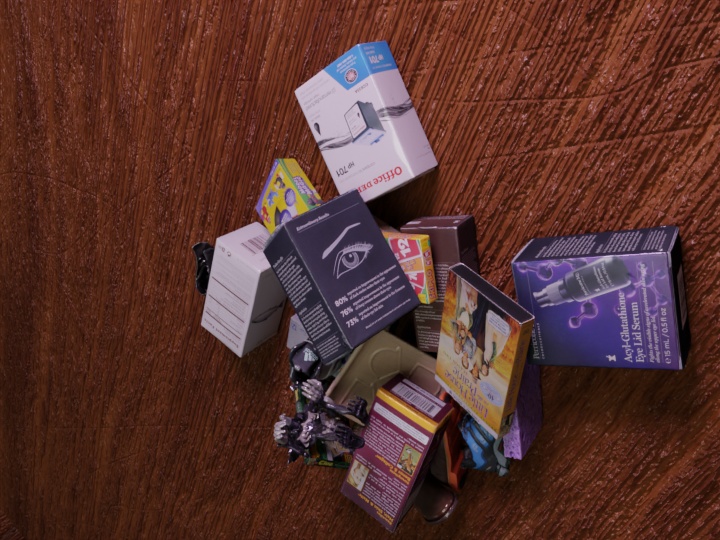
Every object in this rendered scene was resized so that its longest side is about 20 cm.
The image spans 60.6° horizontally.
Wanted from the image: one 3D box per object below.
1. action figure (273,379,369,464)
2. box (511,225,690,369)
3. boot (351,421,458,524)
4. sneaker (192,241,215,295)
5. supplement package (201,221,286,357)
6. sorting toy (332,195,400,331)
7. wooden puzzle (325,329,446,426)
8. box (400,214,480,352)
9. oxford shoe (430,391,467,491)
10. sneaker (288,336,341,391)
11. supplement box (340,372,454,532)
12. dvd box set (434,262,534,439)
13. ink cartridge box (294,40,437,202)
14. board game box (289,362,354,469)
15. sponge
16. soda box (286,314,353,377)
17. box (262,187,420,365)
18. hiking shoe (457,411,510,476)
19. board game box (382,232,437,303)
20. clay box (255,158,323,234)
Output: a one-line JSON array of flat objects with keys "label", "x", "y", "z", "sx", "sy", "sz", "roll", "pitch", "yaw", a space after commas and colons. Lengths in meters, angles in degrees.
[{"label": "action figure", "x": -0.076, "y": 0.234, "z": 0.966, "sx": 0.197, "sy": 0.121, "sz": 0.102, "roll": -17, "pitch": 126, "yaw": 44}, {"label": "box", "x": 0.312, "y": 0.037, "z": 0.805, "sx": 0.195, "sy": 0.104, "sz": 0.153, "roll": -5, "pitch": 106, "yaw": 36}, {"label": "boot", "x": 0.064, "y": 0.341, "z": 1.077, "sx": 0.201, "sy": 0.064, "sz": 0.186, "roll": 48, "pitch": 159, "yaw": -5}, {"label": "sneaker", "x": -0.295, "y": 0.029, "z": 1.240, "sx": 0.059, "sy": 0.104, "sz": 0.205, "roll": 25, "pitch": 121, "yaw": 22}, {"label": "supplement package", "x": -0.213, "y": 0.036, "z": 1.177, "sx": 0.116, "sy": 0.116, "sz": 0.205, "roll": 32, "pitch": 124, "yaw": 19}, {"label": "sorting toy", "x": 0.000, "y": 0.000, "z": 1.069, "sx": 0.182, "sy": 0.036, "sz": 0.205, "roll": 33, "pitch": 120, "yaw": 20}, {"label": "wooden puzzle", "x": 0.053, "y": 0.194, "z": 1.045, "sx": 0.196, "sy": 0.047, "sz": 0.188, "roll": 26, "pitch": 117, "yaw": -16}, {"label": "box", "x": 0.130, "y": 0.022, "z": 0.958, "sx": 0.097, "sy": 0.074, "sz": 0.207, "roll": 3, "pitch": 112, "yaw": 35}, {"label": "oxford shoe", "x": 0.134, "y": 0.290, "z": 1.048, "sx": 0.070, "sy": 0.071, "sz": 0.206, "roll": 7, "pitch": 121, "yaw": 30}, {"label": "sneaker", "x": -0.063, "y": 0.122, "z": 1.012, "sx": 0.077, "sy": 0.139, "sz": 0.204, "roll": 33, "pitch": 121, "yaw": 19}, {"label": "supplement box", "x": 0.057, "y": 0.287, "z": 0.980, "sx": 0.108, "sy": 0.085, "sz": 0.206, "roll": 28, "pitch": 111, "yaw": 22}, {"label": "dvd box set", "x": 0.166, "y": 0.113, "z": 0.863, "sx": 0.146, "sy": 0.029, "sz": 0.206, "roll": 42, "pitch": 140, "yaw": 44}, {"label": "ink cartridge box", "x": 0.009, "y": -0.217, "z": 0.940, "sx": 0.144, "sy": 0.085, "sz": 0.205, "roll": -21, "pitch": 95, "yaw": 38}, {"label": "board game box", "x": -0.068, "y": 0.253, "z": 1.104, "sx": 0.024, "sy": 0.102, "sz": 0.204, "roll": -51, "pitch": 38, "yaw": 33}, {"label": "sponge", "x": 0.236, "y": 0.160, "z": 0.913, "sx": 0.029, "sy": 0.111, "sz": 0.207, "roll": 2, "pitch": 109, "yaw": 35}, {"label": "soda box", "x": -0.041, "y": 0.146, "z": 1.134, "sx": 0.196, "sy": 0.063, "sz": 0.070, "roll": 27, "pitch": 122, "yaw": 24}, {"label": "box", "x": -0.029, "y": 0.008, "z": 0.910, "sx": 0.204, "sy": 0.146, "sz": 0.104, "roll": 60, "pitch": 147, "yaw": 5}, {"label": "hiking shoe", "x": 0.196, "y": 0.240, "z": 0.984, "sx": 0.083, "sy": 0.075, "sz": 0.207, "roll": -1, "pitch": 109, "yaw": 13}, {"label": "board game box", "x": 0.038, "y": -0.010, "z": 0.966, "sx": 0.197, "sy": 0.029, "sz": 0.099, "roll": 10, "pitch": 114, "yaw": 53}, {"label": "clay box", "x": -0.105, "y": -0.081, "z": 1.062, "sx": 0.202, "sy": 0.047, "sz": 0.116, "roll": 56, "pitch": 133, "yaw": 28}]
